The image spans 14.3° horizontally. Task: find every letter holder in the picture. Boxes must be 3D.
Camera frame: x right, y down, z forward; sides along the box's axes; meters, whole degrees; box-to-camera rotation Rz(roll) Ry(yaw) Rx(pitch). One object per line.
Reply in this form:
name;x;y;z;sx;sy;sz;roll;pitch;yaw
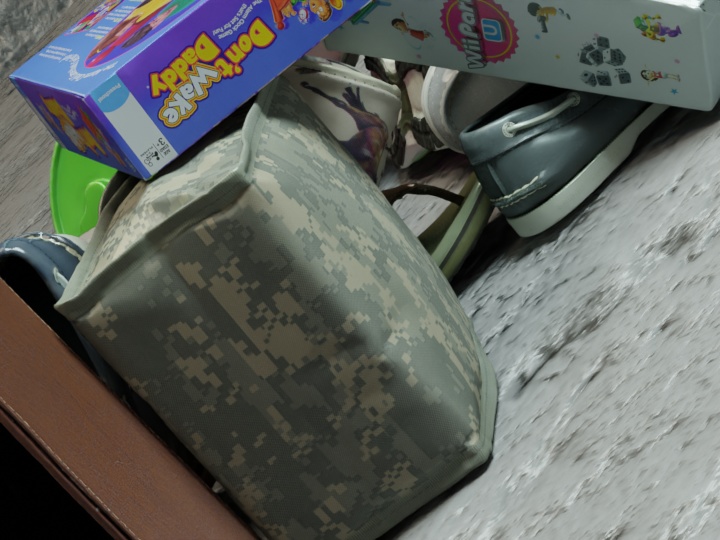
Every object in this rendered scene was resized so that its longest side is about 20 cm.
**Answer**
letter holder;-0.117;0.111;1.098;0.101;0.200;0.142;-42;13;6

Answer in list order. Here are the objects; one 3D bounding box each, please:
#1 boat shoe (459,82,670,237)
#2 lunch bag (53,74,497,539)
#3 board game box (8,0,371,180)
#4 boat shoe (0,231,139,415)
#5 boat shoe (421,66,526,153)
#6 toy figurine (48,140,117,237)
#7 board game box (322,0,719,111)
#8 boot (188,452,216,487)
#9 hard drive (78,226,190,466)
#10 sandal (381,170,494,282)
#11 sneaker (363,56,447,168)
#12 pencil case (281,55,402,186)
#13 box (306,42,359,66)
boat shoe;0.124;-0.105;1.355;0.200;0.062;0.073;-47;13;-16
lunch bag;-0.029;0.010;1.229;0.118;0.164;0.200;-37;14;17
board game box;-0.077;-0.105;1.277;0.134;0.045;0.200;-39;15;-8
boat shoe;-0.118;0.081;1.219;0.075;0.200;0.062;-10;0;17
boat shoe;0.115;-0.130;1.443;0.202;0.074;0.065;-35;10;9
toy figurine;-0.060;-0.015;1.514;0.184;0.150;0.200;5;-83;-67
board game box;0.096;-0.157;1.341;0.200;0.064;0.148;12;47;27
boot;-0.150;0.129;1.422;0.200;0.075;0.074;-33;15;36
hard drive;-0.135;0.090;1.338;0.140;0.038;0.200;-30;56;42
sandal;-0.001;0.001;1.406;0.201;0.057;0.080;-41;10;20
sneaker;0.059;-0.102;1.589;0.089;0.077;0.200;-14;7;-11
pencil case;-0.049;-0.006;1.359;0.078;0.089;0.200;14;-86;-63
box;-0.055;-0.102;1.682;0.068;0.082;0.200;-58;-8;-42
